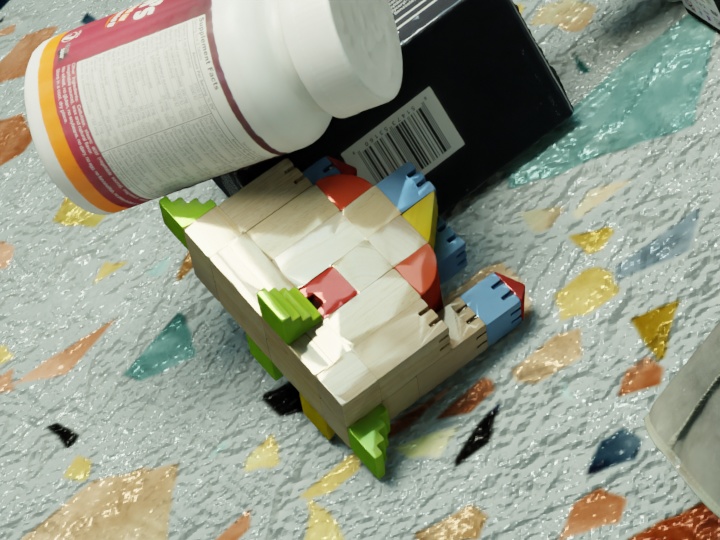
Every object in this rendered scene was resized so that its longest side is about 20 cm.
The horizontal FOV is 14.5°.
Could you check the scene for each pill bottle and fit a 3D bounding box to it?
[{"bbox_3d":[-0.083,-0.110,1.613,0.199,0.110,0.110,-18,35,24],"label":"pill bottle"}]

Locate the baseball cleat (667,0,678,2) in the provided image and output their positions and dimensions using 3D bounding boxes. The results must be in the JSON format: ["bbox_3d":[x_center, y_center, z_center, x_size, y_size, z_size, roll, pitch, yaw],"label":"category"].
[{"bbox_3d":[0.161,-0.206,1.741,0.199,0.107,0.070,-17,28,-15],"label":"baseball cleat"}]

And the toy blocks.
[{"bbox_3d":[0.000,0.000,1.603,0.136,0.100,0.200,-36,61,-15],"label":"toy blocks"}]

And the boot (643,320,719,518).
[{"bbox_3d":[0.206,0.005,1.387,0.201,0.072,0.182,-60,36,28],"label":"boot"}]

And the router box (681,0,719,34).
[{"bbox_3d":[0.291,-0.184,1.667,0.157,0.052,0.200,-35,33,-5],"label":"router box"}]

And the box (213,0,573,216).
[{"bbox_3d":[-0.007,-0.116,1.761,0.200,0.124,0.198,-37,35,-4],"label":"box"}]
